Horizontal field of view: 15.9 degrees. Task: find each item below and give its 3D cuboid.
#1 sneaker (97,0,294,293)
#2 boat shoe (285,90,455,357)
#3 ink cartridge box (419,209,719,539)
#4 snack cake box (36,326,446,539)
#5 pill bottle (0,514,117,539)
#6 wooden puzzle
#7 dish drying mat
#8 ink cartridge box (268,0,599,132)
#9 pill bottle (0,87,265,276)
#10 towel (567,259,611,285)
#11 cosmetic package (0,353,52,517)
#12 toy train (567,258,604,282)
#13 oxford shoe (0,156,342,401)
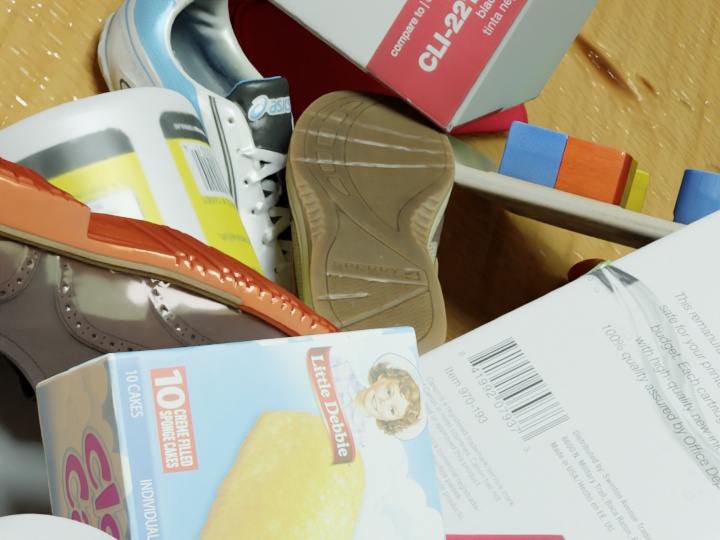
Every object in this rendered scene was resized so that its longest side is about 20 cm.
[{"bbox_3d":[-0.050,-0.036,1.106,0.072,0.072,0.201,-14,77,-53],"label":"sneaker"},{"bbox_3d":[0.000,0.000,1.062,0.072,0.072,0.201,8,36,-9],"label":"boat shoe"},{"bbox_3d":[0.110,0.078,0.963,0.199,0.084,0.146,-25,56,-13],"label":"ink cartridge box"},{"bbox_3d":[-0.029,0.125,0.828,0.114,0.067,0.202,-5,82,-29],"label":"snack cake box"},{"bbox_3d":[-0.138,0.157,0.764,0.112,0.200,0.113,27,47,-33],"label":"pill bottle"},{"bbox_3d":[0.137,-0.028,1.188,0.199,0.047,0.185,21,1,12],"label":"wooden puzzle"},{"bbox_3d":[0.006,-0.100,1.257,0.199,0.018,0.077,-5,69,-50],"label":"dish drying mat"},{"bbox_3d":[0.003,-0.160,1.163,0.199,0.084,0.144,36,20,11],"label":"ink cartridge box"},{"bbox_3d":[-0.080,0.043,0.982,0.114,0.114,0.201,-8,71,-50],"label":"pill bottle"},{"bbox_3d":[0.060,0.110,1.053,0.150,0.199,0.031,56,-5,-5],"label":"towel"},{"bbox_3d":[-0.142,0.095,0.899,0.107,0.090,0.201,-20,83,-49],"label":"cosmetic package"},{"bbox_3d":[0.169,0.080,1.283,0.200,0.055,0.150,49,38,-12],"label":"toy train"},{"bbox_3d":[-0.083,0.019,0.896,0.199,0.071,0.073,23,93,-25],"label":"oxford shoe"}]
